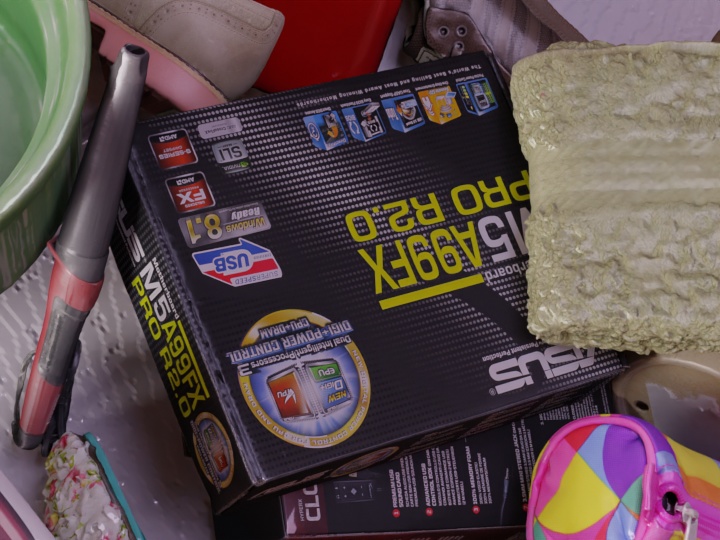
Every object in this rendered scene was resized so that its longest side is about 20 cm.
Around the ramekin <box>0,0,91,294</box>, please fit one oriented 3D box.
[{"bbox_3d":[-0.204,-0.068,0.974,0.198,0.098,0.201,1,67,-1],"label":"ramekin"}]

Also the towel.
[{"bbox_3d":[0.166,-0.031,1.053,0.198,0.037,0.149,0,67,-4],"label":"towel"}]

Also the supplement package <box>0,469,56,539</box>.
[{"bbox_3d":[-0.219,0.154,0.876,0.200,0.156,0.111,-39,90,-33],"label":"supplement package"}]

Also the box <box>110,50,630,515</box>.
[{"bbox_3d":[0.000,0.000,1.031,0.199,0.044,0.161,-14,74,-32],"label":"box"}]

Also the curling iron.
[{"bbox_3d":[-0.117,-0.006,0.988,0.025,0.201,0.050,8,36,-13],"label":"curling iron"}]

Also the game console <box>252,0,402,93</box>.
[{"bbox_3d":[-0.065,-0.182,1.149,0.199,0.119,0.173,20,92,0],"label":"game console"}]

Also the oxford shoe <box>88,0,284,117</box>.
[{"bbox_3d":[-0.124,-0.143,1.064,0.200,0.071,0.074,39,81,-5],"label":"oxford shoe"}]

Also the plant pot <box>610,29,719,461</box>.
[{"bbox_3d":[0.203,0.006,1.142,0.187,0.187,0.200,41,58,-8],"label":"plant pot"}]

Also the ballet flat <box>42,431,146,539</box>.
[{"bbox_3d":[-0.091,0.163,0.995,0.064,0.076,0.201,-28,81,-14],"label":"ballet flat"}]

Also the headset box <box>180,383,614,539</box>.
[{"bbox_3d":[0.010,0.055,1.086,0.199,0.075,0.150,0,70,-28],"label":"headset box"}]

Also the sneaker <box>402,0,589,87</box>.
[{"bbox_3d":[0.062,-0.107,1.197,0.075,0.070,0.201,-31,81,-17],"label":"sneaker"}]

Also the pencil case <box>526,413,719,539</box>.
[{"bbox_3d":[0.160,0.128,1.056,0.199,0.088,0.089,25,59,-37],"label":"pencil case"}]
